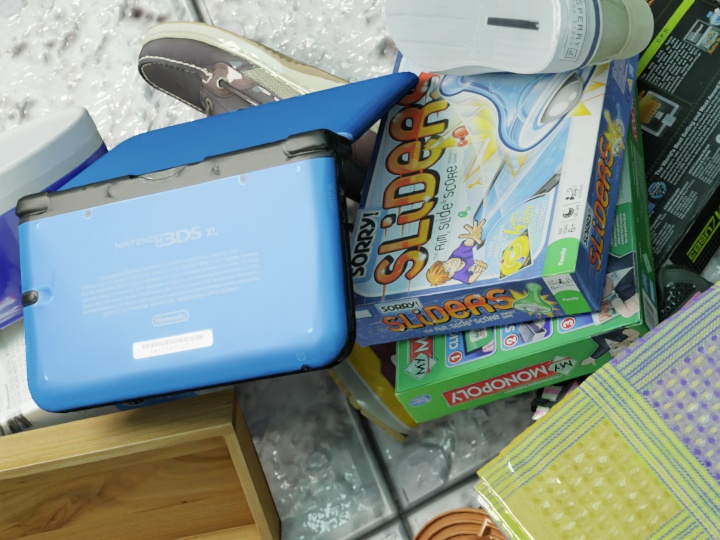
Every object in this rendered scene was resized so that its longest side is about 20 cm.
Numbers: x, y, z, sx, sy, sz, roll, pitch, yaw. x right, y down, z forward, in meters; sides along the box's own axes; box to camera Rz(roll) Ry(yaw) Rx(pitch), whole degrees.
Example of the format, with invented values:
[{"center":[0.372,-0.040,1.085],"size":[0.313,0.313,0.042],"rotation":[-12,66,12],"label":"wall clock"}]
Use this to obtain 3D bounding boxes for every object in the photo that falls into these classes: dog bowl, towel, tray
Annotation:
[{"center":[-0.231,-0.016,1.365],"size":[0.200,0.079,0.200],"rotation":[-26,13,6],"label":"dog bowl"},{"center":[0.158,0.085,1.036],"size":[0.200,0.023,0.144],"rotation":[-40,54,0],"label":"towel"},{"center":[-0.152,0.131,1.280],"size":[0.200,0.099,0.037],"rotation":[-11,34,8],"label":"tray"}]

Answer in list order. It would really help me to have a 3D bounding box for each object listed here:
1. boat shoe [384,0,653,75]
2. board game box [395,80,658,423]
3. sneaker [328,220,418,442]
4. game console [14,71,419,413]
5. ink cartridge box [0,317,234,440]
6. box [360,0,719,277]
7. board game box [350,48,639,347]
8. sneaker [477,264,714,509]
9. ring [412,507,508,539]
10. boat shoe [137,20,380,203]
[{"center":[0.077,-0.130,1.209],"size":[0.200,0.062,0.072],"rotation":[29,113,60],"label":"boat shoe"},{"center":[0.084,-0.022,1.223],"size":[0.134,0.029,0.200],"rotation":[-18,44,21],"label":"board game box"},{"center":[0.000,0.000,1.315],"size":[0.090,0.075,0.200],"rotation":[-38,63,5],"label":"sneaker"},{"center":[-0.070,-0.017,1.239],"size":[0.200,0.118,0.171],"rotation":[-11,78,30],"label":"game console"},{"center":[-0.183,0.084,1.334],"size":[0.200,0.116,0.068],"rotation":[-23,56,14],"label":"ink cartridge box"},{"center":[0.129,-0.075,1.302],"size":[0.193,0.048,0.200],"rotation":[30,82,37],"label":"box"},{"center":[0.070,-0.056,1.216],"size":[0.135,0.034,0.200],"rotation":[-10,47,27],"label":"board game box"},{"center":[0.116,0.074,1.198],"size":[0.200,0.080,0.086],"rotation":[-38,84,-8],"label":"sneaker"},{"center":[0.068,0.212,1.115],"size":[0.019,0.201,0.200],"rotation":[-12,48,-30],"label":"ring"},{"center":[-0.060,-0.093,1.392],"size":[0.200,0.072,0.065],"rotation":[22,72,28],"label":"boat shoe"}]
